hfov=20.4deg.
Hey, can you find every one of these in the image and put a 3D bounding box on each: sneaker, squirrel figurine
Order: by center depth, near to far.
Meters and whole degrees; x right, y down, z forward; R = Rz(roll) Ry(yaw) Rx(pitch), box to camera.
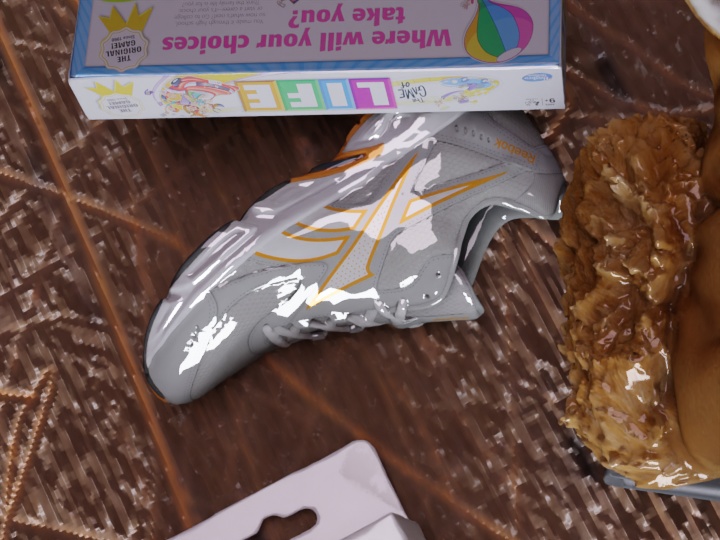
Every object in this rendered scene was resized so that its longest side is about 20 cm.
[{"bbox_3d":[0.147,-0.020,0.750,0.199,0.141,0.188,-12,92,36],"label":"squirrel figurine"},{"bbox_3d":[0.000,0.000,0.832,0.200,0.076,0.092,-40,80,2],"label":"sneaker"}]

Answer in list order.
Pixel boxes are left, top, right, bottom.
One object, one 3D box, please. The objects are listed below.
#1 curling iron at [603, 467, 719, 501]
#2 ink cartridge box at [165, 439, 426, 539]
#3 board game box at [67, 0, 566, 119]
[{"bbox_3d":[0.197,0.080,0.801,0.198,0.026,0.050,0,116,14],"label":"curling iron"},{"bbox_3d":[-0.007,0.177,0.800,0.116,0.068,0.201,-28,76,4],"label":"ink cartridge box"},{"bbox_3d":[-0.014,-0.131,0.825,0.198,0.034,0.136,0,65,9],"label":"board game box"}]
